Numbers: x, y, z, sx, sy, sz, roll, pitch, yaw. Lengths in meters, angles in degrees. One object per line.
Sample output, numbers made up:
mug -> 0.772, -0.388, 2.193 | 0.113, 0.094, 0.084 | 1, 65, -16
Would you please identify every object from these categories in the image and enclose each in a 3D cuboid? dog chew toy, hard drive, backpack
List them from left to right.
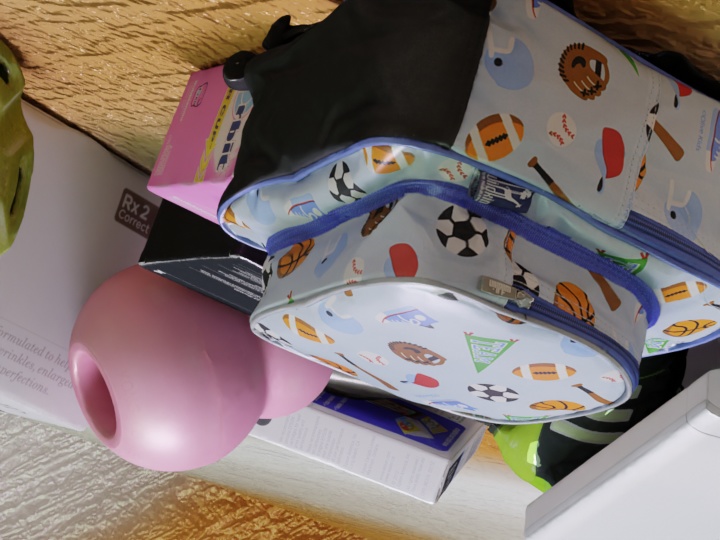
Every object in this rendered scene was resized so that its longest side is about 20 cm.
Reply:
dog chew toy -> -0.071, 0.039, 1.281 | 0.199, 0.125, 0.124 | -22, -171, -27
backpack -> 0.058, -0.025, 0.819 | 0.190, 0.155, 0.200 | 14, 169, -25
hard drive -> 0.178, 0.105, 1.029 | 0.131, 0.027, 0.200 | 13, 154, -15

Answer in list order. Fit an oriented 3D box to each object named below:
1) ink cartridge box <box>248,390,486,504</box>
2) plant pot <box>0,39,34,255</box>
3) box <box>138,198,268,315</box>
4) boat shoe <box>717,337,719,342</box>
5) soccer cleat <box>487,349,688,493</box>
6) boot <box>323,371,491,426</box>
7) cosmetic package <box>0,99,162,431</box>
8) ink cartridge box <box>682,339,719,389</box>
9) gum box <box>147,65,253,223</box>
ink cartridge box -> -0.018, 0.093, 1.499 | 0.199, 0.044, 0.198 | 23, -170, 9
plant pot -> -0.281, -0.067, 1.142 | 0.183, 0.201, 0.200 | 4, 164, 16
box -> 0.000, 0.000, 1.178 | 0.199, 0.079, 0.141 | 25, 165, -25
boat shoe -> 0.195, 0.016, 0.976 | 0.071, 0.070, 0.201 | 27, 170, 33
soccer cleat -> 0.136, 0.054, 1.070 | 0.081, 0.068, 0.200 | 40, 139, 5
boot -> 0.053, 0.050, 1.386 | 0.199, 0.068, 0.131 | 15, 165, -10
cosmetic package -> -0.259, -0.016, 1.324 | 0.199, 0.166, 0.165 | 10, 166, 42
ink cartridge box -> 0.205, 0.079, 1.171 | 0.145, 0.084, 0.200 | 28, 166, -37
gum box -> 0.012, -0.030, 1.041 | 0.199, 0.066, 0.113 | 25, 169, -24
